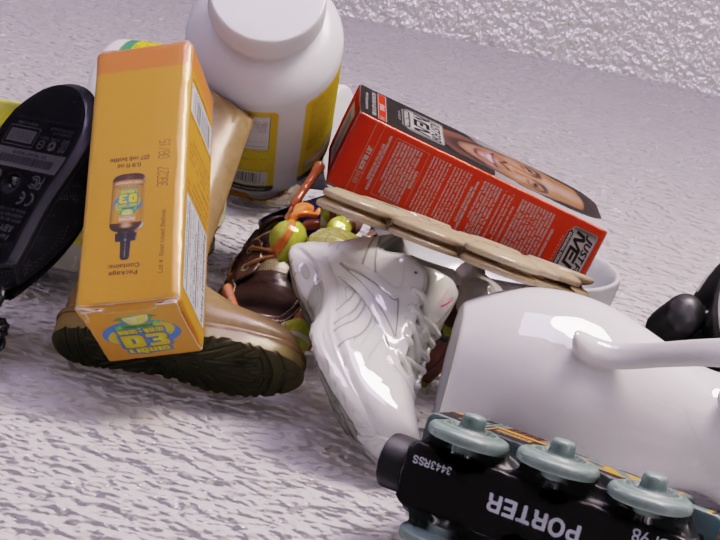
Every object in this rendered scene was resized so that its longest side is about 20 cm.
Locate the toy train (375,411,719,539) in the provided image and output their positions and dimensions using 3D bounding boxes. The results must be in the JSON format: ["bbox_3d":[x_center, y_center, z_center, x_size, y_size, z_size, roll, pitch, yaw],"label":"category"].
[{"bbox_3d":[0.108,0.130,1.055,0.198,0.086,0.114,17,5,24],"label":"toy train"}]

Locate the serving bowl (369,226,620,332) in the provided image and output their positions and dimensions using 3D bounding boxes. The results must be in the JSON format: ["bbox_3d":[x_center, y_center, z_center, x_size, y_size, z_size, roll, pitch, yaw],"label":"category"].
[{"bbox_3d":[0.098,0.015,1.529,0.198,0.066,0.200,11,14,-3],"label":"serving bowl"}]

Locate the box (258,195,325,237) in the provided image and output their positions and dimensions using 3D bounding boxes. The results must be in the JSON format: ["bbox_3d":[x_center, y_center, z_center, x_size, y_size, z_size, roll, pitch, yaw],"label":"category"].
[{"bbox_3d":[-0.006,-0.051,1.579,0.120,0.033,0.200,-17,3,-13],"label":"box"}]

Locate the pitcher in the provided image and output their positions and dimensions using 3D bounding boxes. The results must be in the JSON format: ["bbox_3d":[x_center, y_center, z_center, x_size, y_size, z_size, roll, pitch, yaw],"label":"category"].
[{"bbox_3d":[0.151,0.069,1.164,0.198,0.172,0.122,14,58,0],"label":"pitcher"}]

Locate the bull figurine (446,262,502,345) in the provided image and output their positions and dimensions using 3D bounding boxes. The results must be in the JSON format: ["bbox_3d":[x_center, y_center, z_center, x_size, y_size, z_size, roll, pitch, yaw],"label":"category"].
[{"bbox_3d":[0.150,0.058,1.351,0.199,0.066,0.121,32,17,10],"label":"bull figurine"}]

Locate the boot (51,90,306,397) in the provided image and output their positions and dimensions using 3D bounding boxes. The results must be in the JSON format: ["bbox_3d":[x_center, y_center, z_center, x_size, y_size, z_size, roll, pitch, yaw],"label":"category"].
[{"bbox_3d":[-0.102,-0.027,1.291,0.173,0.066,0.202,11,58,4],"label":"boot"}]

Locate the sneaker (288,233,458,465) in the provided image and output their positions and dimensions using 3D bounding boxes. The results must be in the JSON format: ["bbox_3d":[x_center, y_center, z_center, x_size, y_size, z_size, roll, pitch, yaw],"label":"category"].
[{"bbox_3d":[0.017,0.036,1.221,0.098,0.078,0.201,-20,42,1],"label":"sneaker"}]

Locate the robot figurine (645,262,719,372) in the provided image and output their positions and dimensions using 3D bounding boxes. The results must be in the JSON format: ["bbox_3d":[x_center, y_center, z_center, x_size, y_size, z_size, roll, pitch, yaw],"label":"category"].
[{"bbox_3d":[0.278,0.038,1.273,0.125,0.150,0.200,53,-8,7],"label":"robot figurine"}]

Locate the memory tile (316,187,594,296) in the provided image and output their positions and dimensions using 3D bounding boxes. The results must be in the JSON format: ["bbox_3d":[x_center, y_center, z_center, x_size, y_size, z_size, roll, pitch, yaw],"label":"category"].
[{"bbox_3d":[0.067,-0.017,1.280,0.152,0.017,0.200,21,3,19],"label":"memory tile"}]

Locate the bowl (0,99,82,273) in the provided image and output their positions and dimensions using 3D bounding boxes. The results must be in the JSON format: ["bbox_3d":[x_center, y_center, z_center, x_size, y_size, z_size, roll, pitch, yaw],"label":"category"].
[{"bbox_3d":[-0.231,-0.057,1.441,0.198,0.109,0.200,9,-2,0],"label":"bowl"}]

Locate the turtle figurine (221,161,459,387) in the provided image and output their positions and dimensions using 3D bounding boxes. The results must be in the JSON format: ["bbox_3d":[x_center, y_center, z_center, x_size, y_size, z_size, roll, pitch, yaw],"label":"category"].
[{"bbox_3d":[0.000,0.000,1.368,0.160,0.065,0.201,29,36,-6],"label":"turtle figurine"}]

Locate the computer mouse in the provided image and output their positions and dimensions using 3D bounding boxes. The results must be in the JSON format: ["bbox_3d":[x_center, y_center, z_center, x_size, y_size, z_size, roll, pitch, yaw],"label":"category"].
[{"bbox_3d":[-0.225,-0.029,1.277,0.138,0.201,0.053,17,-20,40],"label":"computer mouse"}]

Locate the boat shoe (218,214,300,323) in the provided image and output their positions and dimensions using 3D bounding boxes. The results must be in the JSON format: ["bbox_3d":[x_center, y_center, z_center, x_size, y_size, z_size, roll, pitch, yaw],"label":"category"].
[{"bbox_3d":[-0.067,0.004,1.430,0.071,0.073,0.200,11,15,3],"label":"boat shoe"}]

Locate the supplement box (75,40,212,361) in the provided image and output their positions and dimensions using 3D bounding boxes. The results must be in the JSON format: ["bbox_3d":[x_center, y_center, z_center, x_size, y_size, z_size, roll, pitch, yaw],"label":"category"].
[{"bbox_3d":[-0.133,-0.045,1.233,0.066,0.069,0.202,-5,55,9],"label":"supplement box"}]

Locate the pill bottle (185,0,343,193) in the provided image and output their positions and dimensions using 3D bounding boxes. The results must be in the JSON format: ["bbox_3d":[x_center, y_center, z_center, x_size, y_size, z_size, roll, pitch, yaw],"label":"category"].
[{"bbox_3d":[-0.069,-0.145,1.396,0.111,0.113,0.200,10,-25,-1],"label":"pill bottle"}]

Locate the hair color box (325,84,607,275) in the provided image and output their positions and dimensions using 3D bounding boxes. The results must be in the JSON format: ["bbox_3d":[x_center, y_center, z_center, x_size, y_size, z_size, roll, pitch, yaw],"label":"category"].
[{"bbox_3d":[0.076,-0.059,1.437,0.199,0.062,0.102,26,16,-8],"label":"hair color box"}]

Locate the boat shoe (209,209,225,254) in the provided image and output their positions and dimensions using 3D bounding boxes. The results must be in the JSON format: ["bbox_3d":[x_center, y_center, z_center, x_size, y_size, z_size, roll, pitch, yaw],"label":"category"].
[{"bbox_3d":[-0.148,-0.058,1.639,0.072,0.063,0.200,11,14,-2],"label":"boat shoe"}]

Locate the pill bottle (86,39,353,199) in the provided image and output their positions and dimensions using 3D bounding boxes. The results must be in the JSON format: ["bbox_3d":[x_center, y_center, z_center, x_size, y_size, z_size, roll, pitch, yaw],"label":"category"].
[{"bbox_3d":[-0.109,-0.118,1.563,0.198,0.114,0.113,8,12,16],"label":"pill bottle"}]

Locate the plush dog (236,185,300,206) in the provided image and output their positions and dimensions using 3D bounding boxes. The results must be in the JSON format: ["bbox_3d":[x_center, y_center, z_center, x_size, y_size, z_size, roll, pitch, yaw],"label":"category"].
[{"bbox_3d":[-0.121,-0.120,1.820,0.171,0.161,0.200,30,28,3],"label":"plush dog"}]
